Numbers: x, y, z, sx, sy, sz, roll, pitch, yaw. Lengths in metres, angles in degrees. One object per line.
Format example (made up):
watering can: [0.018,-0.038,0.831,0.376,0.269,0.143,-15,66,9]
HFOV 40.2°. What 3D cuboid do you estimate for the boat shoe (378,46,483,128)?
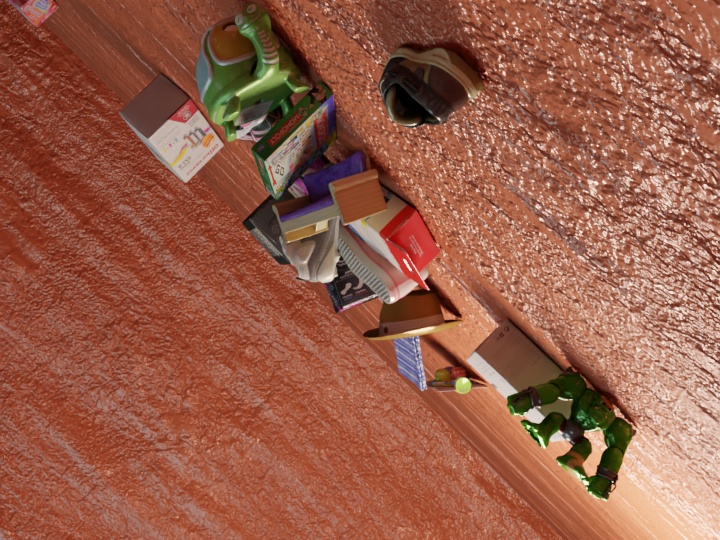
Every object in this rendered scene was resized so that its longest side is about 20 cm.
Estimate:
boat shoe: [0.051,-0.175,0.968,0.072,0.066,0.201,47,172,-18]

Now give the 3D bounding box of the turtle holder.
turtle holder: [-0.160,-0.270,1.317,0.132,0.141,0.186,64,-175,8]

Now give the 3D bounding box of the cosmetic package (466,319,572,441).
cosmetic package: [0.274,0.180,1.591,0.200,0.081,0.113,45,170,9]

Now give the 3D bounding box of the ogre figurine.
ogre figurine: [0.322,0.230,1.463,0.200,0.120,0.098,40,167,21]

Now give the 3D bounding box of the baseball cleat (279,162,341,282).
baseball cleat: [-0.079,-0.082,1.623,0.106,0.201,0.070,3,172,-11]

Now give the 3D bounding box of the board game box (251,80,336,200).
board game box: [-0.092,-0.182,1.418,0.029,0.135,0.200,44,173,8]

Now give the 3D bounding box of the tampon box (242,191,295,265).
tampon box: [-0.142,-0.106,2.015,0.126,0.150,0.200,47,172,-8]

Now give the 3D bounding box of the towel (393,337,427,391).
towel: [0.104,0.173,2.324,0.145,0.024,0.201,-149,45,-63]

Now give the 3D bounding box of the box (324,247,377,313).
box: [0.000,0.000,1.816,0.200,0.132,0.115,138,111,-83]

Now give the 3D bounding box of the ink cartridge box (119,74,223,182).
ink cartridge box: [-0.466,-0.350,2.446,0.145,0.145,0.200,40,171,32]

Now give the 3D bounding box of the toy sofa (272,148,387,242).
toy sofa: [-0.054,-0.110,1.485,0.200,0.083,0.098,-12,97,58]

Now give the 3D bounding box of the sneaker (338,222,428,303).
sneaker: [0.038,-0.029,1.656,0.200,0.104,0.075,45,158,41]

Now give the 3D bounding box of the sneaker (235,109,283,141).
sneaker: [-0.169,-0.246,1.719,0.086,0.080,0.200,36,180,-11]

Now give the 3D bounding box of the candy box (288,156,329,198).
candy box: [-0.077,-0.149,1.786,0.136,0.061,0.200,46,173,-11]

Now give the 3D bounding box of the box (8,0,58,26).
box: [-1.017,-0.839,2.960,0.200,0.095,0.103,42,172,24]

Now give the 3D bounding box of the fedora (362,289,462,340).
fedora: [0.093,0.081,1.865,0.201,0.200,0.082,171,90,-80]

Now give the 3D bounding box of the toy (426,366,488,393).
toy: [0.214,0.249,2.296,0.200,0.115,0.047,-164,70,-79]

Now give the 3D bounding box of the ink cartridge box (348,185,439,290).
ink cartridge box: [0.048,-0.066,1.540,0.200,0.067,0.116,39,170,40]
